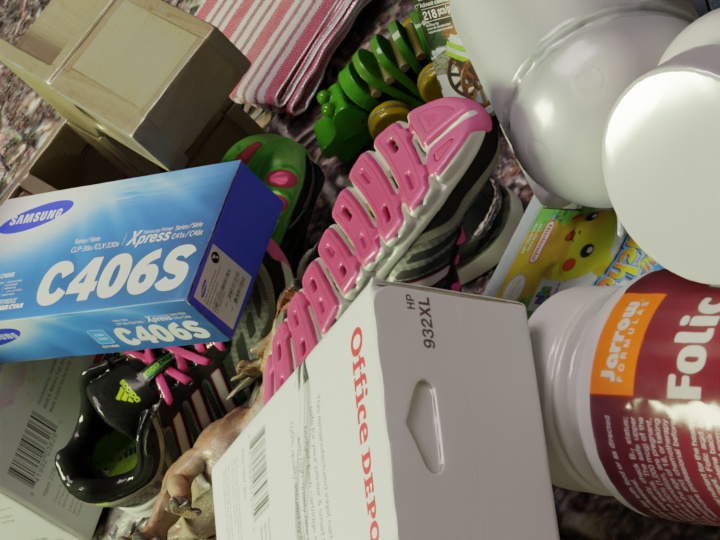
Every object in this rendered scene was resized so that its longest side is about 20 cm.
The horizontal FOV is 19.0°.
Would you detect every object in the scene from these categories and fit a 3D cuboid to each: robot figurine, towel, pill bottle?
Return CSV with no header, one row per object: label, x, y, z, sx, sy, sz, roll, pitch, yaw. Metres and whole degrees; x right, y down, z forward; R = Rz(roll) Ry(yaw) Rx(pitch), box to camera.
robot figurine,0.115,-0.113,1.088,0.170,0.112,0.201,109,150,-43
towel,-0.058,-0.179,1.513,0.147,0.030,0.200,-56,32,-9
pill bottle,0.167,0.056,0.939,0.199,0.114,0.115,0,57,49
pill bottle,0.198,-0.075,0.951,0.113,0.115,0.200,-9,15,44

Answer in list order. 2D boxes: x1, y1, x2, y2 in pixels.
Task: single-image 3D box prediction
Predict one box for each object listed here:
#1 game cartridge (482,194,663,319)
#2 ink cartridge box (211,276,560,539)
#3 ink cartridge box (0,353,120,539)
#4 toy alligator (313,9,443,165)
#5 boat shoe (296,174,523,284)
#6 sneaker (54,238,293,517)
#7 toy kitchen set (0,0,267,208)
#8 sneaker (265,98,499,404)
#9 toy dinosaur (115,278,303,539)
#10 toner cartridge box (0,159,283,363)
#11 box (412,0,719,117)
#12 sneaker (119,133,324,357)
game cartridge,0.131,-0.004,1.114,0.133,0.040,0.201,7,63,48
ink cartridge box,0.007,0.117,0.998,0.200,0.083,0.146,130,141,-51
ink cartridge box,-0.239,0.064,1.323,0.085,0.200,0.148,-17,45,48
toy alligator,0.002,-0.108,1.340,0.200,0.054,0.060,-38,43,20
boat shoe,0.000,0.000,1.236,0.199,0.060,0.074,-30,43,29
sneaker,-0.110,0.064,1.234,0.074,0.087,0.200,46,114,26
toy kitchen set,-0.128,-0.053,1.323,0.164,0.200,0.180,-53,42,-6
sneaker,0.027,0.006,1.088,0.201,0.087,0.074,-62,27,21
toy dinosaur,-0.070,0.108,1.202,0.200,0.086,0.136,-41,24,38
toner cartridge box,-0.143,-0.002,1.230,0.199,0.043,0.095,-8,50,39
box,0.113,-0.166,1.204,0.199,0.138,0.038,-9,14,45
sneaker,-0.078,0.012,1.318,0.077,0.084,0.201,39,106,24
